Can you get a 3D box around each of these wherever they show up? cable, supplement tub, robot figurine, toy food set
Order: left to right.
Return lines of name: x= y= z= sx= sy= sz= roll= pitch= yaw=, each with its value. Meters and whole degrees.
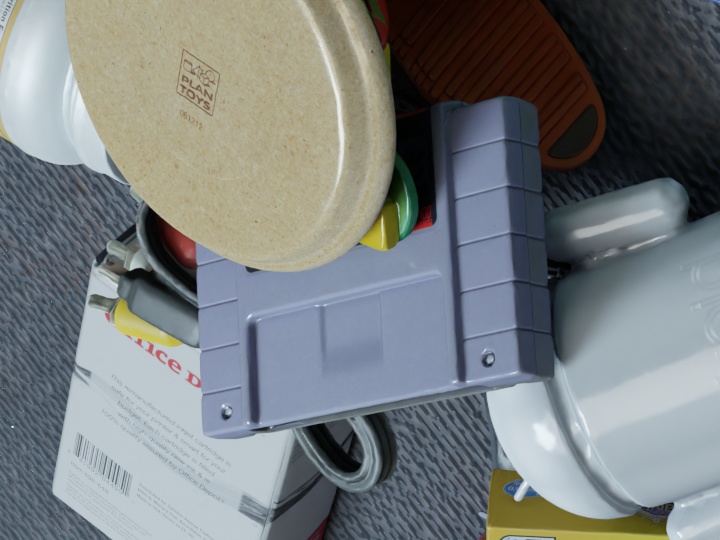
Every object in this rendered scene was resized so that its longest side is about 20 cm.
supplement tub: x=-0.164 y=-0.142 z=1.399 sx=0.200 sy=0.145 sz=0.145 roll=31 pitch=137 yaw=22
toy food set: x=-0.057 y=-0.090 z=1.233 sx=0.200 sy=0.049 sz=0.199 roll=21 pitch=127 yaw=35
cable: x=-0.051 y=0.025 z=1.383 sx=0.200 sy=0.050 sz=0.097 roll=31 pitch=116 yaw=20
robot figurine: x=0.140 y=0.041 z=1.251 sx=0.199 sy=0.113 sz=0.170 roll=-23 pitch=95 yaw=23

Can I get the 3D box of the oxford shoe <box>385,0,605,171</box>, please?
oxford shoe: x=0.032 y=-0.109 z=1.316 sx=0.200 sy=0.071 sz=0.073 roll=41 pitch=162 yaw=15

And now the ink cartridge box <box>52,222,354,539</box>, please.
ink cartridge box: x=-0.082 y=0.078 z=1.545 sx=0.145 sy=0.085 sz=0.200 roll=35 pitch=140 yaw=17

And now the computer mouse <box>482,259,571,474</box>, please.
computer mouse: x=0.113 y=0.079 z=1.391 sx=0.138 sy=0.053 sz=0.201 roll=13 pitch=119 yaw=32

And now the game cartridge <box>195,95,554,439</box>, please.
game cartridge: x=0.000 y=0.000 z=1.277 sx=0.200 sy=0.038 sz=0.130 roll=-14 pitch=78 yaw=42

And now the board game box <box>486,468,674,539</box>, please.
board game box: x=0.159 y=0.168 z=1.343 sx=0.199 sy=0.040 sz=0.153 roll=2 pitch=129 yaw=6

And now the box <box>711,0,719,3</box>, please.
box: x=0.117 y=-0.144 z=1.152 sx=0.199 sy=0.122 sz=0.048 roll=22 pitch=99 yaw=29

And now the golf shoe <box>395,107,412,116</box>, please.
golf shoe: x=-0.003 y=-0.028 z=1.389 sx=0.200 sy=0.092 sz=0.073 roll=-43 pitch=64 yaw=54

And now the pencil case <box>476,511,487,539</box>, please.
pencil case: x=0.125 y=0.211 z=1.458 sx=0.200 sy=0.087 sz=0.088 roll=33 pitch=138 yaw=21
